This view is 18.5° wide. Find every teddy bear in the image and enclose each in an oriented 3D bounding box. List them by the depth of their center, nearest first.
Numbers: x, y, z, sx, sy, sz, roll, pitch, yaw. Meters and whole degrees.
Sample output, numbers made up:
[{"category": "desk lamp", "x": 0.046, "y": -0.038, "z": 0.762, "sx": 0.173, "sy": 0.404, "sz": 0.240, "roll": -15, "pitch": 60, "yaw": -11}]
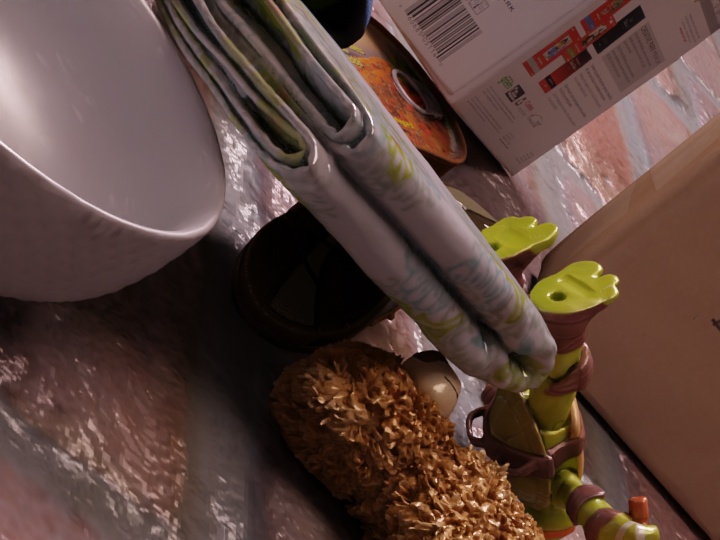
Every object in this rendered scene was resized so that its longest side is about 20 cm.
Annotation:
[{"category": "teddy bear", "x": 0.047, "y": 0.108, "z": 0.891, "sx": 0.200, "sy": 0.067, "sz": 0.145, "roll": 59, "pitch": 18, "yaw": 19}]

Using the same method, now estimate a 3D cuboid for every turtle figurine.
[{"category": "turtle figurine", "x": 0.078, "y": 0.060, "z": 0.994, "sx": 0.200, "sy": 0.064, "sz": 0.162, "roll": -118, "pitch": -162, "yaw": -57}]

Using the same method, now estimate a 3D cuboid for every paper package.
[{"category": "paper package", "x": 0.223, "y": 0.020, "z": 1.240, "sx": 0.191, "sy": 0.200, "sz": 0.103, "roll": 48, "pitch": 19, "yaw": -7}]

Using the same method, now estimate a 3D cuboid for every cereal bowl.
[{"category": "cereal bowl", "x": -0.142, "y": -0.067, "z": 0.752, "sx": 0.200, "sy": 0.083, "sz": 0.200, "roll": 44, "pitch": 20, "yaw": -21}]

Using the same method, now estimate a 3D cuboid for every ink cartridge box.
[{"category": "ink cartridge box", "x": 0.122, "y": -0.156, "z": 1.304, "sx": 0.084, "sy": 0.175, "sz": 0.200, "roll": 57, "pitch": 6, "yaw": 16}]

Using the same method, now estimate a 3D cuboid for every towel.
[{"category": "towel", "x": -0.009, "y": -0.049, "z": 0.883, "sx": 0.171, "sy": 0.048, "sz": 0.200, "roll": 57, "pitch": 7, "yaw": 38}]

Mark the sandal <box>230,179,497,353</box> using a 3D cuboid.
[{"category": "sandal", "x": 0.000, "y": 0.000, "z": 1.005, "sx": 0.082, "sy": 0.055, "sz": 0.200, "roll": 41, "pitch": 33, "yaw": 8}]

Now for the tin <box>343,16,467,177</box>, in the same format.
[{"category": "tin", "x": -0.012, "y": -0.101, "z": 1.174, "sx": 0.200, "sy": 0.042, "sz": 0.112, "roll": 17, "pitch": 43, "yaw": -59}]

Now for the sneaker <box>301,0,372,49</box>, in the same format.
[{"category": "sneaker", "x": -0.035, "y": -0.181, "z": 1.053, "sx": 0.200, "sy": 0.078, "sz": 0.089, "roll": 55, "pitch": 17, "yaw": -50}]
